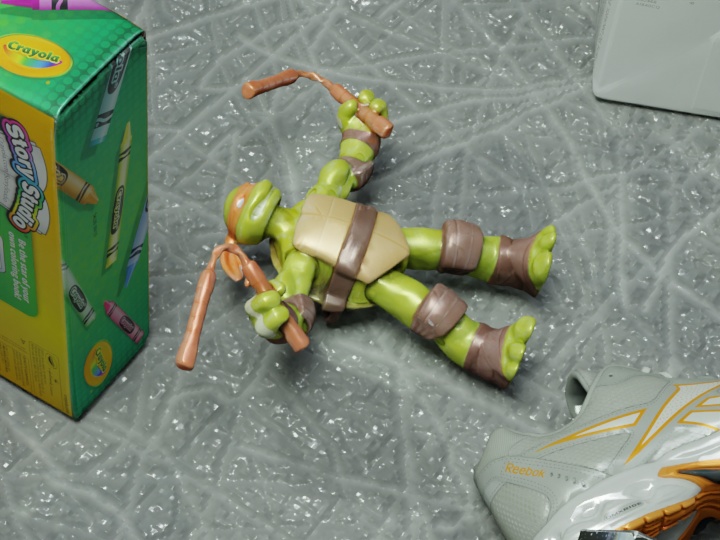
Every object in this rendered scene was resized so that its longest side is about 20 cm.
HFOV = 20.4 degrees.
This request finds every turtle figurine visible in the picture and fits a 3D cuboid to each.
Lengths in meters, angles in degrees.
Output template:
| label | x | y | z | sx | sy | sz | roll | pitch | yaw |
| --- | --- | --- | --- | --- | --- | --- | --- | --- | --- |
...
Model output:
| label | x | y | z | sx | sy | sz | roll | pitch | yaw |
| --- | --- | --- | --- | --- | --- | --- | --- | --- | --- |
| turtle figurine | 0.000 | 0.000 | 0.897 | 0.160 | 0.065 | 0.201 | 21 | 43 | 0 |

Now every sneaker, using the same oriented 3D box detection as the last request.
| label | x | y | z | sx | sy | sz | roll | pitch | yaw |
| --- | --- | --- | --- | --- | --- | --- | --- | --- | --- |
| sneaker | 0.138 | 0.066 | 0.858 | 0.199 | 0.076 | 0.092 | -21 | 53 | -23 |

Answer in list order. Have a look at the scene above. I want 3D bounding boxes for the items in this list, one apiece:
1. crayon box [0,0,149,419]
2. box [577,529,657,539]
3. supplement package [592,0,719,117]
| label | x | y | z | sx | sy | sz | roll | pitch | yaw |
| --- | --- | --- | --- | --- | --- | --- | --- | --- | --- |
| crayon box | -0.150 | -0.039 | 0.823 | 0.118 | 0.201 | 0.058 | 29 | 55 | 16 |
| box | 0.141 | 0.185 | 0.664 | 0.199 | 0.040 | 0.138 | 25 | 76 | -20 |
| supplement package | 0.207 | -0.212 | 1.006 | 0.146 | 0.192 | 0.201 | 9 | 50 | 0 |
